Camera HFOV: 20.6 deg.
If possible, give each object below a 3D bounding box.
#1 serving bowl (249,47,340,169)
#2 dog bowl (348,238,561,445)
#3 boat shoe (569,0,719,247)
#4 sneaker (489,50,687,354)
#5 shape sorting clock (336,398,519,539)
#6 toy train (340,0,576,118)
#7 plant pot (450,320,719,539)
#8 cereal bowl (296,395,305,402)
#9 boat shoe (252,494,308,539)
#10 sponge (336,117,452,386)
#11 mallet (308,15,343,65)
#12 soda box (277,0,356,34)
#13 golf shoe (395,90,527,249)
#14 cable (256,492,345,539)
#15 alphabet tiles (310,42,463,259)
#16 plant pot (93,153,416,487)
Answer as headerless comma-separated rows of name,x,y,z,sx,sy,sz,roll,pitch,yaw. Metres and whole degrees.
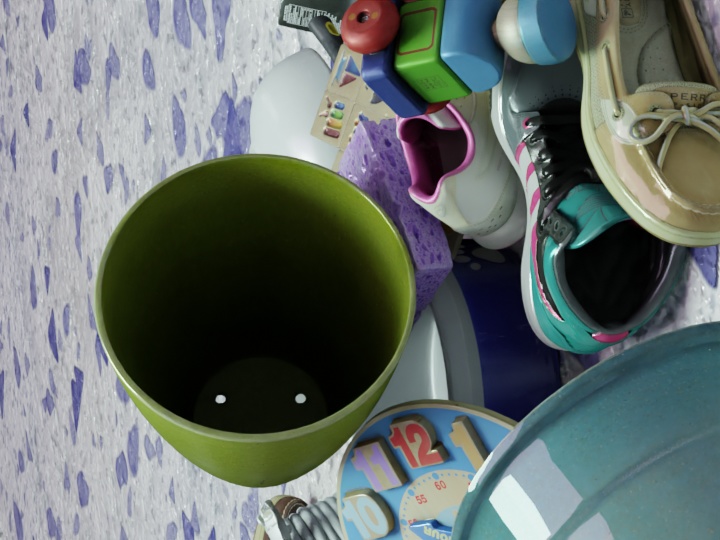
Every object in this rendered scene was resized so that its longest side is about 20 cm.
serving bowl,-0.038,-0.060,1.468,0.200,0.066,0.200,161,90,-81
dog bowl,0.057,0.079,1.324,0.200,0.079,0.200,176,90,-70
boat shoe,0.157,-0.105,1.045,0.063,0.073,0.201,114,154,-51
sneaker,0.126,-0.047,1.109,0.121,0.084,0.200,-164,64,-73
shape sorting clock,0.070,0.167,1.214,0.200,0.039,0.200,17,123,29
toy train,0.065,-0.188,1.106,0.116,0.085,0.200,-8,61,29
plant pot,0.172,0.162,0.903,0.196,0.200,0.200,58,146,38
cereal bowl,-0.078,0.043,1.552,0.200,0.083,0.200,63,180,0
boat shoe,-0.045,0.286,1.668,0.072,0.072,0.200,-14,67,38
sponge,0.000,0.000,1.294,0.112,0.030,0.200,69,153,23
mallet,0.024,-0.102,1.371,0.041,0.066,0.200,-52,48,32
soda box,-0.013,-0.273,1.439,0.071,0.063,0.200,-74,-4,-58
golf shoe,0.060,-0.114,1.212,0.075,0.091,0.200,-27,62,39
cable,0.012,0.249,1.386,0.200,0.069,0.200,56,172,24
alphabet tiles,0.045,-0.106,1.294,0.200,0.006,0.167,28,101,45
plant pot,-0.065,0.058,1.238,0.200,0.187,0.187,95,162,-62
